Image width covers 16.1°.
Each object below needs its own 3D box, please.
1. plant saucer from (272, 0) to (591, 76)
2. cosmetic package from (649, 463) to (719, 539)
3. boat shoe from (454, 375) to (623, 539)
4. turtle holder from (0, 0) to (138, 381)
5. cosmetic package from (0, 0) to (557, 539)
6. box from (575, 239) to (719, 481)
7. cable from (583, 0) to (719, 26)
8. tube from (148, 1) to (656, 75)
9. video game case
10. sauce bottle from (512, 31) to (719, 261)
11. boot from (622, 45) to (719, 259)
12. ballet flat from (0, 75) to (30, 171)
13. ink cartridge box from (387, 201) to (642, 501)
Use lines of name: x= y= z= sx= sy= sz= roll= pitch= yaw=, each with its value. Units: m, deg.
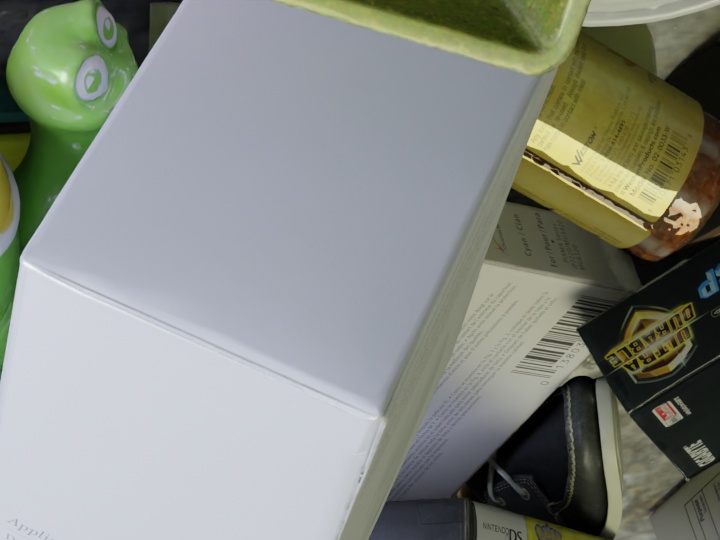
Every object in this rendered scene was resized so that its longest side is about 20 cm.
plant saucer: x=-0.007 y=-0.179 z=0.737 sx=0.199 sy=0.048 sz=0.201 roll=15 pitch=102 yaw=-15
cosmetic package: x=0.244 y=0.117 z=1.295 sx=0.071 sy=0.106 sz=0.200 roll=10 pitch=139 yaw=-34
boat shoe: x=0.083 y=0.096 z=1.189 sx=0.067 sy=0.072 sz=0.200 roll=-2 pitch=165 yaw=-8
turtle holder: x=-0.164 y=-0.015 z=0.799 sx=0.184 sy=0.141 sz=0.132 roll=-1 pitch=137 yaw=5
cosmetic package: x=-0.032 y=0.014 z=0.853 sx=0.122 sy=0.200 sz=0.200 roll=24 pitch=138 yaw=4
box: x=0.188 y=0.021 z=1.122 sx=0.159 sy=0.046 sz=0.200 roll=-32 pitch=161 yaw=5
cable: x=0.096 y=-0.169 z=0.862 sx=0.199 sy=0.069 sz=0.200 roll=6 pitch=140 yaw=-29
tube: x=0.014 y=-0.071 z=0.984 sx=0.199 sy=0.058 sz=0.052 roll=-3 pitch=172 yaw=-15
video game case: x=-0.003 y=0.127 z=1.126 sx=0.199 sy=0.026 sz=0.181 roll=-5 pitch=166 yaw=27
sauce bottle: x=0.043 y=-0.075 z=0.931 sx=0.199 sy=0.066 sz=0.066 roll=31 pitch=127 yaw=-18
boot: x=0.184 y=-0.069 z=1.046 sx=0.075 sy=0.074 sz=0.200 roll=8 pitch=137 yaw=-47
ballet flat: x=-0.171 y=-0.041 z=0.921 sx=0.199 sy=0.067 sz=0.067 roll=4 pitch=115 yaw=-31
ink cartridge box: x=-0.003 y=0.043 z=1.098 sx=0.175 sy=0.045 sz=0.200 roll=10 pitch=137 yaw=-33
